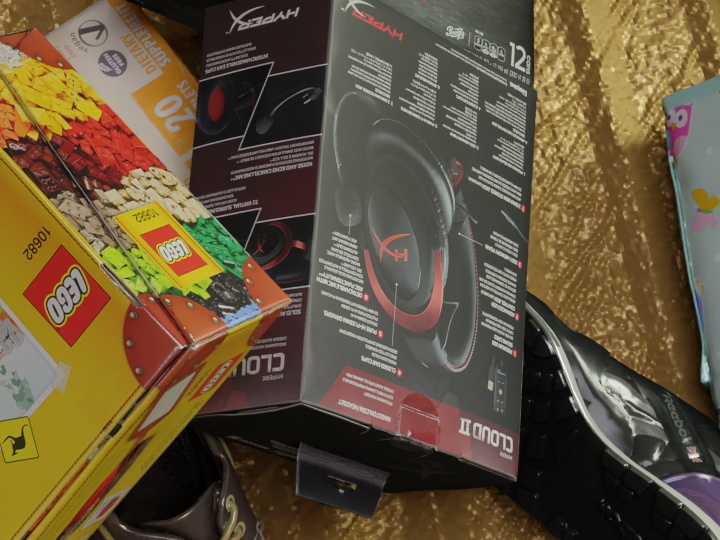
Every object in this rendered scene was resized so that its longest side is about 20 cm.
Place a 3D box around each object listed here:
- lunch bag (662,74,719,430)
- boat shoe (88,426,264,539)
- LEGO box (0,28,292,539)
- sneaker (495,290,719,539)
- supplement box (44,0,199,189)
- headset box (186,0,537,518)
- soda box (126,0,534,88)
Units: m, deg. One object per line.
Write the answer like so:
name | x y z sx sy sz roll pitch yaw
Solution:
lunch bag | 0.242 -0.021 1.134 0.199 0.122 0.171 -11 77 6
boat shoe | -0.082 0.092 1.030 0.072 0.059 0.200 -34 108 -18
LEGO box | -0.147 0.033 0.945 0.149 0.200 0.077 47 27 10
sneaker | 0.111 0.077 1.114 0.087 0.076 0.200 -12 56 -49
supplement box | -0.146 -0.013 1.087 0.200 0.074 0.126 -36 81 -19
headset box | 0.000 0.000 1.047 0.149 0.075 0.201 22 65 -48
soda box | -0.013 -0.127 1.100 0.200 0.071 0.063 20 63 -41
